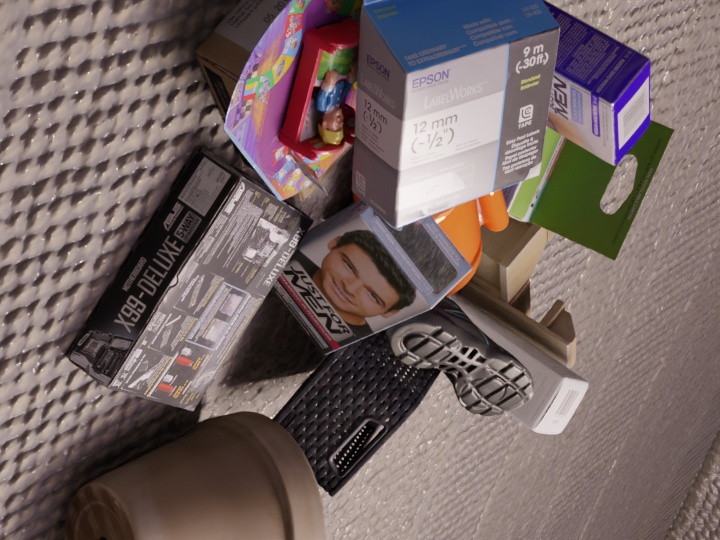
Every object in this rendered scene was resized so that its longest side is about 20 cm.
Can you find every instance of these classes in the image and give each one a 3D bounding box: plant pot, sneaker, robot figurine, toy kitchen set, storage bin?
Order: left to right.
[{"bbox_3d":[-0.158,0.235,1.437,0.173,0.200,0.201,-5,126,-42],"label":"plant pot"},{"bbox_3d":[0.002,0.114,1.586,0.135,0.094,0.200,-48,179,23],"label":"storage bin"},{"bbox_3d":[0.053,-0.049,1.543,0.144,0.116,0.200,-42,146,-21],"label":"robot figurine"},{"bbox_3d":[0.096,0.069,1.539,0.075,0.079,0.200,-33,133,21],"label":"sneaker"},{"bbox_3d":[0.222,-0.005,1.876,0.181,0.163,0.200,-48,155,-21],"label":"toy kitchen set"}]

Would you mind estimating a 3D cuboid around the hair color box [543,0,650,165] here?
[{"bbox_3d":[0.166,-0.189,1.486,0.065,0.200,0.109,-48,155,-15],"label":"hair color box"}]

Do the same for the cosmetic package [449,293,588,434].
[{"bbox_3d":[0.145,0.097,1.806,0.074,0.200,0.102,-59,156,5],"label":"cosmetic package"}]

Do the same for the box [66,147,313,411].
[{"bbox_3d":[-0.135,0.012,1.342,0.200,0.050,0.158,-58,157,2],"label":"box"}]

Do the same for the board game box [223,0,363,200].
[{"bbox_3d":[-0.019,-0.130,1.211,0.158,0.039,0.200,-53,156,-8],"label":"board game box"}]

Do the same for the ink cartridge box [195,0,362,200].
[{"bbox_3d":[-0.025,-0.180,1.283,0.200,0.075,0.165,-49,154,-16],"label":"ink cartridge box"}]

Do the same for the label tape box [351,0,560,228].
[{"bbox_3d":[0.072,-0.146,1.208,0.143,0.066,0.201,-20,135,-28],"label":"label tape box"}]

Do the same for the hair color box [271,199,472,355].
[{"bbox_3d":[0.000,0.000,1.408,0.061,0.099,0.200,-42,-172,-31],"label":"hair color box"}]

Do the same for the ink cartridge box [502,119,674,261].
[{"bbox_3d":[0.183,-0.118,1.593,0.148,0.199,0.076,-66,156,3],"label":"ink cartridge box"}]
